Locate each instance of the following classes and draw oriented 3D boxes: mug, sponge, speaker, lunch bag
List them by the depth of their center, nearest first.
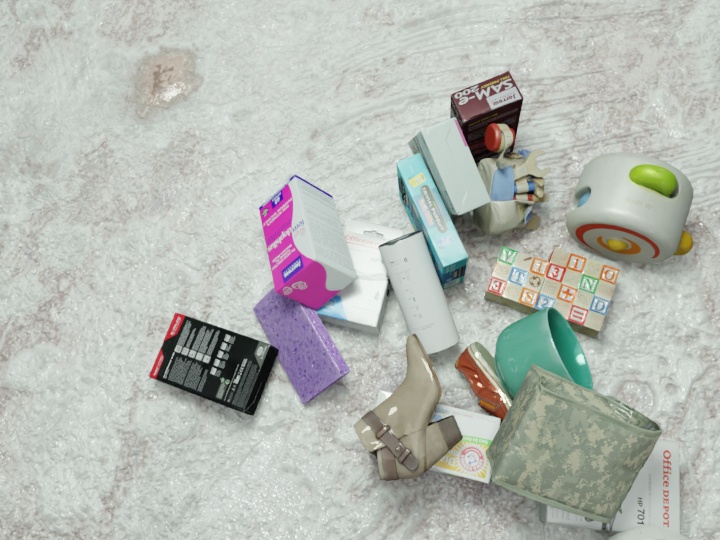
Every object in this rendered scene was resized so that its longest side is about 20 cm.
[{"bbox_3d":[0.309,0.254,1.023,0.200,0.118,0.164,24,103,0],"label":"lunch bag"},{"bbox_3d":[0.293,0.164,1.143,0.114,0.152,0.185,-27,81,27],"label":"mug"},{"bbox_3d":[0.100,0.039,1.200,0.081,0.081,0.200,-21,95,0],"label":"speaker"},{"bbox_3d":[-0.106,0.119,1.228,0.112,0.030,0.200,-42,71,34],"label":"sponge"}]

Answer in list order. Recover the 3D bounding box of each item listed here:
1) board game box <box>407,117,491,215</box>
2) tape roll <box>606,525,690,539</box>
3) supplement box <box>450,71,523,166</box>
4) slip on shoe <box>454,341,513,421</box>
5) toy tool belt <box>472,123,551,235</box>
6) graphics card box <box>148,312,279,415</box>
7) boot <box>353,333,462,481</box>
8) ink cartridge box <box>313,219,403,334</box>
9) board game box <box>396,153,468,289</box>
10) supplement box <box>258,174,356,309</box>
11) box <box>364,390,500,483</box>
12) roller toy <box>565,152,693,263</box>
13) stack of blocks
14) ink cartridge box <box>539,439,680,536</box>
[{"bbox_3d":[0.146,-0.171,1.206,0.064,0.200,0.148,-23,96,-1],"label":"board game box"},{"bbox_3d":[0.433,0.481,1.053,0.202,0.037,0.203,1,101,7],"label":"tape roll"},{"bbox_3d":[0.216,-0.253,1.243,0.109,0.200,0.061,-22,72,-1],"label":"supplement box"},{"bbox_3d":[0.229,0.215,1.184,0.061,0.074,0.200,-41,75,22],"label":"slip on shoe"},{"bbox_3d":[0.268,-0.158,1.226,0.123,0.200,0.125,-6,28,-16],"label":"toy tool belt"},{"bbox_3d":[-0.256,0.161,1.239,0.200,0.051,0.126,15,75,20],"label":"graphics card box"},{"bbox_3d":[0.059,0.213,1.079,0.146,0.070,0.200,-23,69,-1],"label":"boot"},{"bbox_3d":[0.000,0.000,1.262,0.116,0.067,0.200,12,76,10],"label":"ink cartridge box"},{"bbox_3d":[0.123,-0.081,1.229,0.047,0.151,0.200,-22,73,-1],"label":"board game box"},{"bbox_3d":[-0.094,-0.049,1.219,0.101,0.103,0.200,-39,48,25],"label":"supplement box"},{"bbox_3d":[0.117,0.271,1.150,0.200,0.113,0.102,12,75,8],"label":"box"},{"bbox_3d":[0.447,-0.095,1.186,0.182,0.200,0.140,9,72,45],"label":"roller toy"},{"bbox_3d":[0.328,0.024,1.226,0.200,0.059,0.115,20,77,11],"label":"stack of blocks"},{"bbox_3d":[0.389,0.333,1.119,0.199,0.086,0.147,3,75,8],"label":"ink cartridge box"}]
